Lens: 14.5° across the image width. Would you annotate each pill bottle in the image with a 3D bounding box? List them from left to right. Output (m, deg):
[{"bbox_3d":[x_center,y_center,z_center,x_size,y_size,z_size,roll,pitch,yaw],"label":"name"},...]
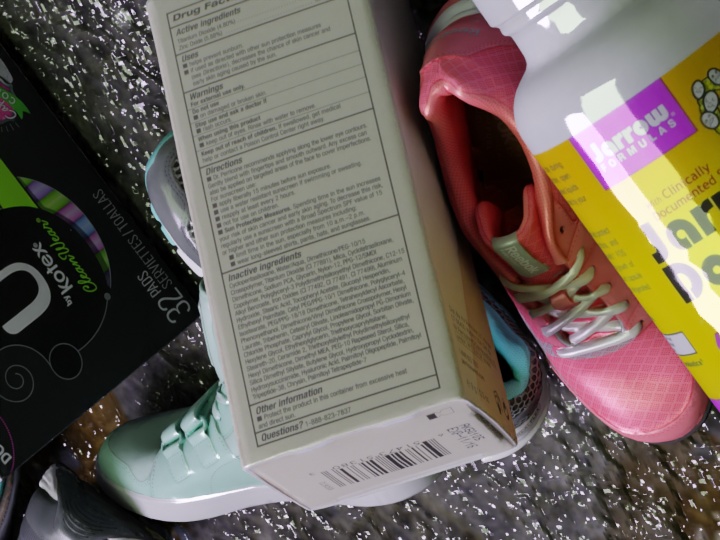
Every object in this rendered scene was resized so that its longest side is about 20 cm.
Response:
[{"bbox_3d":[0.125,-0.043,1.026,0.200,0.104,0.104,53,141,-5],"label":"pill bottle"}]

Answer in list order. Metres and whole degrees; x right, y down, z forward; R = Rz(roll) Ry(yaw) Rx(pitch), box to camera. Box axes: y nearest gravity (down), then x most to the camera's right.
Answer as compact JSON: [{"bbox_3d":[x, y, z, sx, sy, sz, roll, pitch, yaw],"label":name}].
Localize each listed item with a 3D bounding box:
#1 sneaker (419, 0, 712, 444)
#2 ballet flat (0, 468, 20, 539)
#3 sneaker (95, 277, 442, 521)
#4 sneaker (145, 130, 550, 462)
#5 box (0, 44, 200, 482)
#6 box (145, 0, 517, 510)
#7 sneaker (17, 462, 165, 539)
[{"bbox_3d":[0.071,-0.008,1.103,0.074,0.087,0.201,-22,106,27],"label":"sneaker"},{"bbox_3d":[-0.226,0.173,1.469,0.073,0.200,0.073,31,-177,-2],"label":"ballet flat"},{"bbox_3d":[-0.059,0.047,1.293,0.200,0.074,0.119,-8,118,39],"label":"sneaker"},{"bbox_3d":[0.000,0.000,1.168,0.200,0.078,0.091,34,170,0],"label":"sneaker"},{"bbox_3d":[-0.205,-0.004,1.330,0.200,0.148,0.124,53,142,-5],"label":"box"},{"bbox_3d":[-0.012,-0.020,1.095,0.095,0.078,0.201,-17,68,14],"label":"box"},{"bbox_3d":[-0.143,0.156,1.400,0.074,0.085,0.200,36,167,7],"label":"sneaker"}]
